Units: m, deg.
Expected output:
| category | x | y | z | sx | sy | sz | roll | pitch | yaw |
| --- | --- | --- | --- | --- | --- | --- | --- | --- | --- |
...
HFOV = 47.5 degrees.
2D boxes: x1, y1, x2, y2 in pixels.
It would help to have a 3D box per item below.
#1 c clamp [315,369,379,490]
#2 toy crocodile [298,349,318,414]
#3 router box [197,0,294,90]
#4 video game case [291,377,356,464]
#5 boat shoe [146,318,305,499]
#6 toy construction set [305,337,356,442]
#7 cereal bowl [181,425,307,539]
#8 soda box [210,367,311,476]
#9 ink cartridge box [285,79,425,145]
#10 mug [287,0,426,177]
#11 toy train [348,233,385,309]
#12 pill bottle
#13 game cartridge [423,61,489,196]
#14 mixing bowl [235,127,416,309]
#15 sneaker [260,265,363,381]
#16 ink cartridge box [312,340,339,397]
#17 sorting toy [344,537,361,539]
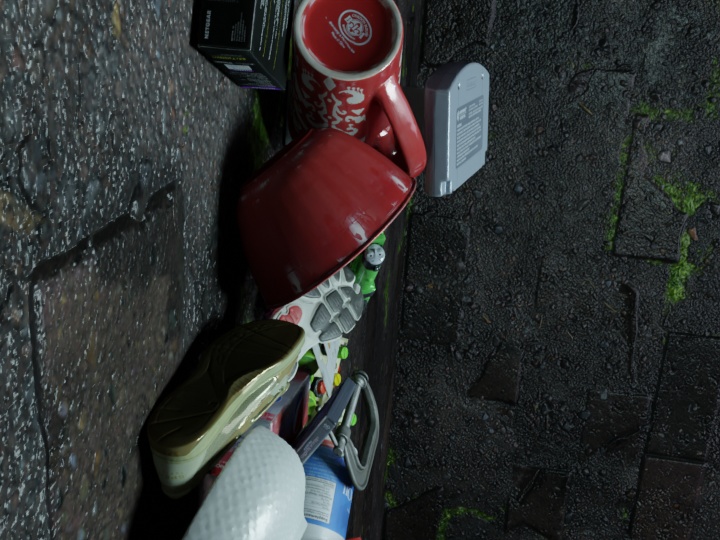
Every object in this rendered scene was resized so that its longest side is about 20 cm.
| category | x | y | z | sx | sy | sz | roll | pitch | yaw |
| --- | --- | --- | --- | --- | --- | --- | --- | --- | --- |
| c clamp | -0.006 | 0.217 | 1.178 | 0.201 | 0.026 | 0.174 | -62 | 138 | -64 |
| toy crocodile | -0.088 | 0.130 | 1.069 | 0.068 | 0.060 | 0.203 | -99 | -168 | -49 |
| router box | -0.092 | -0.276 | 0.723 | 0.149 | 0.050 | 0.205 | 4 | 92 | -84 |
| video game case | -0.081 | 0.217 | 0.920 | 0.201 | 0.019 | 0.143 | -50 | 179 | 12 |
| boat shoe | -0.112 | 0.112 | 0.719 | 0.201 | 0.072 | 0.064 | -51 | 148 | -53 |
| toy construction set | -0.050 | 0.166 | 1.246 | 0.131 | 0.090 | 0.204 | 40 | 44 | -51 |
| cereal bowl | -0.102 | 0.245 | 0.715 | 0.203 | 0.082 | 0.200 | -63 | 175 | -9 |
| soda box | -0.107 | 0.166 | 0.921 | 0.200 | 0.062 | 0.072 | -43 | 140 | -78 |
| ink cartridge box | 0.015 | -0.192 | 1.048 | 0.146 | 0.195 | 0.086 | -47 | 142 | -78 |
| mug | 0.004 | -0.196 | 0.859 | 0.200 | 0.174 | 0.136 | 98 | 11 | -75 |
| toy train | 0.000 | 0.000 | 0.949 | 0.201 | 0.041 | 0.058 | 111 | -30 | -69 |
| pill bottle | -0.070 | 0.346 | 1.165 | 0.113 | 0.109 | 0.204 | 84 | 15 | -59 |
| game cartridge | 0.114 | -0.174 | 0.959 | 0.200 | 0.040 | 0.137 | -40 | 135 | -63 |
| mixing bowl | -0.051 | -0.070 | 0.818 | 0.109 | 0.198 | 0.201 | 51 | 23 | -14 |
| sneaker | -0.076 | 0.056 | 0.858 | 0.199 | 0.083 | 0.082 | -38 | 103 | -37 |
| ink cartridge box | -0.056 | 0.032 | 1.028 | 0.164 | 0.049 | 0.203 | 77 | 19 | -52 |
| sorting toy | -0.048 | 0.412 | 1.024 | 0.198 | 0.199 | 0.070 | 40 | 15 | -50 |
